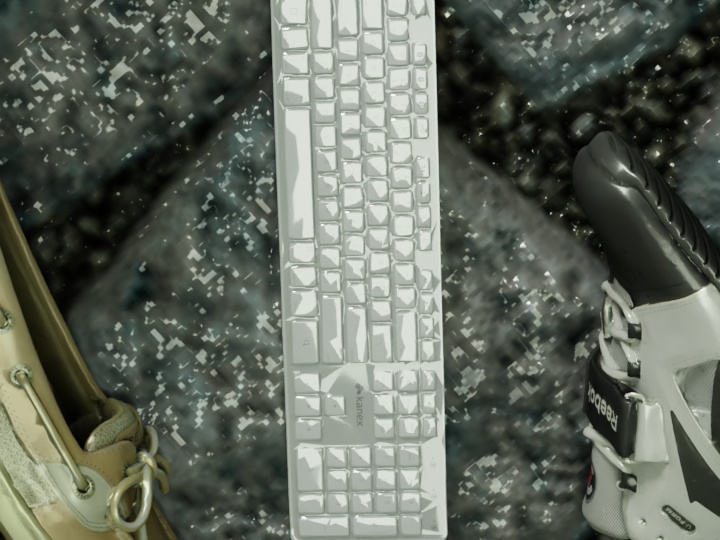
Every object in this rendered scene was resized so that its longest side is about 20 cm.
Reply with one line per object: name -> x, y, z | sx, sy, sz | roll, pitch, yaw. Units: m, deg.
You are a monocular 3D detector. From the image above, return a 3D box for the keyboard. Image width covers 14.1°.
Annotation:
keyboard -> 0.000, 0.000, 1.018 | 0.056, 0.011, 0.200 | -2, 104, -3

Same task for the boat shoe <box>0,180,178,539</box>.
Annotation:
boat shoe -> -0.106, 0.040, 0.992 | 0.063, 0.073, 0.201 | -32, 96, 9

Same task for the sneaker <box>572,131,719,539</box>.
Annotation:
sneaker -> 0.107, 0.050, 1.003 | 0.088, 0.074, 0.200 | -27, 108, 8
